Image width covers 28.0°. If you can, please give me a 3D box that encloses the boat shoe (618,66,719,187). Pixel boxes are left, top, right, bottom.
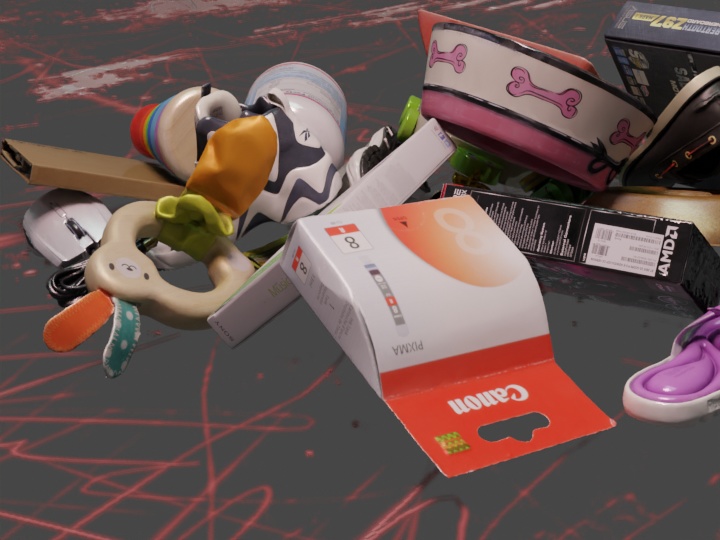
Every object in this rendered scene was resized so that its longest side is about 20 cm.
[{"bbox_3d":[0.282,-0.101,1.262,0.073,0.063,0.202,-32,-13,-19],"label":"boat shoe"}]

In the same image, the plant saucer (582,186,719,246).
[{"bbox_3d":[0.268,-0.047,1.196,0.197,0.036,0.200,2,7,0],"label":"plant saucer"}]

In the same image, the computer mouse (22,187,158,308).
[{"bbox_3d":[-0.250,-0.034,1.247,0.109,0.044,0.199,-39,31,-16],"label":"computer mouse"}]

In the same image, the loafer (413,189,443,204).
[{"bbox_3d":[0.032,-0.019,1.130,0.074,0.071,0.200,10,23,27],"label":"loafer"}]

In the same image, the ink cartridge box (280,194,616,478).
[{"bbox_3d":[0.062,0.034,0.948,0.161,0.051,0.200,-9,44,-38],"label":"ink cartridge box"}]

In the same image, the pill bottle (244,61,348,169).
[{"bbox_3d":[-0.067,-0.126,1.397,0.107,0.110,0.200,-2,23,2],"label":"pill bottle"}]

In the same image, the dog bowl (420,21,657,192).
[{"bbox_3d":[0.136,-0.128,1.176,0.198,0.075,0.200,24,2,-1],"label":"dog bowl"}]

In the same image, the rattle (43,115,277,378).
[{"bbox_3d":[-0.140,-0.019,1.087,0.142,0.131,0.199,-35,-6,33],"label":"rattle"}]

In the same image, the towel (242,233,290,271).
[{"bbox_3d":[0.000,0.000,1.203,0.198,0.018,0.086,14,28,35],"label":"towel"}]

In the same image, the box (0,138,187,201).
[{"bbox_3d":[-0.221,-0.087,1.332,0.197,0.022,0.163,8,9,-24],"label":"box"}]

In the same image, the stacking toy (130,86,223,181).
[{"bbox_3d":[-0.174,-0.127,1.359,0.084,0.087,0.200,-12,9,-22],"label":"stacking toy"}]

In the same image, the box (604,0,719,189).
[{"bbox_3d":[0.321,-0.146,1.295,0.157,0.201,0.051,18,63,41],"label":"box"}]

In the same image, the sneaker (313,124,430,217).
[{"bbox_3d":[0.008,-0.079,1.328,0.079,0.074,0.200,-33,1,21],"label":"sneaker"}]

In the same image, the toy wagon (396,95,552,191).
[{"bbox_3d":[0.110,-0.111,1.338,0.153,0.040,0.200,23,16,-3],"label":"toy wagon"}]

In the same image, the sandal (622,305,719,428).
[{"bbox_3d":[0.251,0.053,1.001,0.082,0.050,0.202,13,26,32],"label":"sandal"}]

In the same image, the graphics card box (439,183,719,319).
[{"bbox_3d":[0.166,-0.013,1.094,0.198,0.052,0.125,10,-11,27],"label":"graphics card box"}]

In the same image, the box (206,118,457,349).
[{"bbox_3d":[-0.019,-0.030,1.115,0.144,0.036,0.200,-37,4,42],"label":"box"}]

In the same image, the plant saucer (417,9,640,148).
[{"bbox_3d":[0.161,-0.162,1.395,0.198,0.037,0.200,24,-10,34],"label":"plant saucer"}]

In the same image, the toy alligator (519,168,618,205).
[{"bbox_3d":[0.202,-0.081,1.296,0.199,0.060,0.054,-28,-3,-46],"label":"toy alligator"}]

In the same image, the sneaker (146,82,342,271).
[{"bbox_3d":[-0.126,-0.088,1.221,0.197,0.131,0.080,-19,17,25],"label":"sneaker"}]
